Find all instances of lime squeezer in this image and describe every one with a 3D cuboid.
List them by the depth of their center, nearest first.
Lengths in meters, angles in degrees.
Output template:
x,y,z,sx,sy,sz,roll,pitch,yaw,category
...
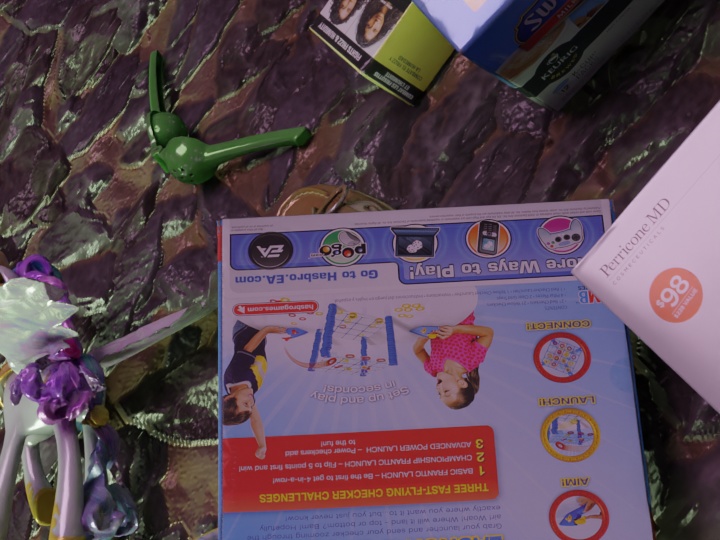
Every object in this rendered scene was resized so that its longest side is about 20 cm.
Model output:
x,y,z,sx,sy,sz,roll,pitch,yaw,category
-0.114,-0.097,1.240,0.200,0.038,0.071,31,92,50,lime squeezer

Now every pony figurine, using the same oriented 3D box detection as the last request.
x,y,z,sx,sy,sz,roll,pitch,yaw,category
-0.182,0.071,1.150,0.193,0.166,0.200,-17,72,48,pony figurine

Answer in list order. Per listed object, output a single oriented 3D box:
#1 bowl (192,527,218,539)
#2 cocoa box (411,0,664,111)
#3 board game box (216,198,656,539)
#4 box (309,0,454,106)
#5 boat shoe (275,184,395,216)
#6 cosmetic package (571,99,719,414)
x,y,z,sx,sy,sz,roll,pitch,yaw,category
-0.019,0.219,0.894,0.200,0.200,0.108,48,147,48,bowl
0.064,-0.208,0.997,0.133,0.131,0.200,-45,65,13,cocoa box
0.032,0.066,0.901,0.200,0.056,0.196,-3,59,1,board game box
0.057,-0.201,1.114,0.200,0.050,0.075,-53,41,9,box
0.000,0.000,1.049,0.073,0.063,0.200,-57,40,6,boat shoe
0.213,-0.022,0.808,0.151,0.052,0.200,45,104,22,cosmetic package
